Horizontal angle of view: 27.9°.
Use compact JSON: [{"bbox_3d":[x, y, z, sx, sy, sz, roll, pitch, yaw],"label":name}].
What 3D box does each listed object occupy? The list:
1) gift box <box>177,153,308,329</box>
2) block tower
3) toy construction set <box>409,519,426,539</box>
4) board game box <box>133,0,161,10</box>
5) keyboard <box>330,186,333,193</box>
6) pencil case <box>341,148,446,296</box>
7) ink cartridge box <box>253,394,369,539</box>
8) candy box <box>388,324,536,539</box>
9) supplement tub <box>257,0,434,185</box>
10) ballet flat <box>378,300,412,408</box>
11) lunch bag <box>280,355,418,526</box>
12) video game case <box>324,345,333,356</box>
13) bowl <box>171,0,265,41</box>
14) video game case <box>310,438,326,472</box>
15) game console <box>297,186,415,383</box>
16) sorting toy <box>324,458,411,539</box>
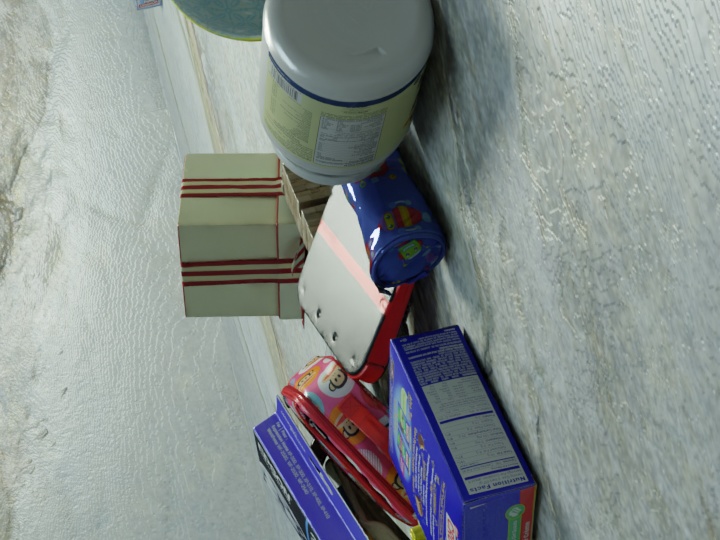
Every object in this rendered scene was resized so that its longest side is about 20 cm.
[{"bbox_3d":[-0.141,-0.033,1.912,0.186,0.184,0.201,91,177,-45],"label":"gift box"},{"bbox_3d":[-0.047,-0.062,1.765,0.054,0.057,0.201,90,163,-48],"label":"block tower"},{"bbox_3d":[0.107,0.322,1.407,0.201,0.091,0.132,-102,3,-58],"label":"toy construction set"},{"bbox_3d":[-0.480,-0.677,3.120,0.201,0.061,0.202,-118,19,-51],"label":"board game box"},{"bbox_3d":[-0.007,-0.084,1.637,0.200,0.020,0.129,175,87,-79],"label":"keyboard"},{"bbox_3d":[0.018,-0.072,1.382,0.087,0.077,0.201,68,179,-53],"label":"pencil case"},{"bbox_3d":[-0.054,0.262,1.618,0.199,0.043,0.201,55,164,25],"label":"ink cartridge box"},{"bbox_3d":[0.090,0.181,1.335,0.170,0.076,0.201,90,164,-45],"label":"candy box"},{"bbox_3d":[-0.017,-0.173,1.265,0.200,0.143,0.146,105,149,-67],"label":"supplement tub"},{"bbox_3d":[0.043,0.095,1.561,0.067,0.046,0.202,45,153,51],"label":"ballet flat"},{"bbox_3d":[0.010,0.180,1.540,0.200,0.082,0.176,47,170,-8],"label":"lunch bag"},{"bbox_3d":[-0.025,0.190,2.044,0.200,0.017,0.144,102,152,-65],"label":"video game case"},{"bbox_3d":[-0.094,-0.315,1.419,0.108,0.198,0.202,16,-121,-81],"label":"bowl"},{"bbox_3d":[-0.028,0.163,1.742,0.200,0.025,0.182,108,-175,-70],"label":"video game case"},{"bbox_3d":[0.000,0.000,1.497,0.200,0.031,0.178,50,123,53],"label":"game console"},{"bbox_3d":[0.035,0.316,1.661,0.185,0.036,0.200,50,177,-22],"label":"sorting toy"}]
